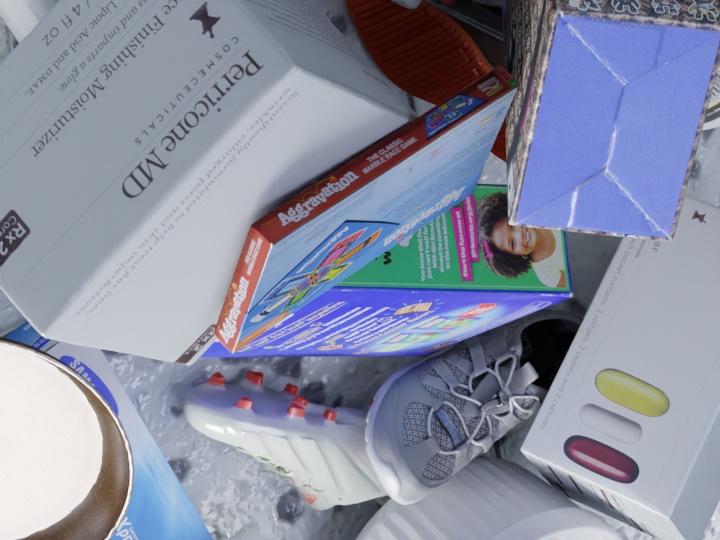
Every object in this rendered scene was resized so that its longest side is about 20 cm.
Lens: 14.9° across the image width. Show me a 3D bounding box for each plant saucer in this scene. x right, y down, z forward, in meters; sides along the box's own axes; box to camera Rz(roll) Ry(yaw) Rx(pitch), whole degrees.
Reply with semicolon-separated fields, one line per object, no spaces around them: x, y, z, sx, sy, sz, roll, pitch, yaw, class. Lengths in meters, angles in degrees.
-0.232;0.109;1.627;0.199;0.032;0.201;-1;126;-1;plant saucer

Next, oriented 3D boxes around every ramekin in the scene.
0.074;0.219;1.852;0.200;0.105;0.201;-26;139;-26;ramekin

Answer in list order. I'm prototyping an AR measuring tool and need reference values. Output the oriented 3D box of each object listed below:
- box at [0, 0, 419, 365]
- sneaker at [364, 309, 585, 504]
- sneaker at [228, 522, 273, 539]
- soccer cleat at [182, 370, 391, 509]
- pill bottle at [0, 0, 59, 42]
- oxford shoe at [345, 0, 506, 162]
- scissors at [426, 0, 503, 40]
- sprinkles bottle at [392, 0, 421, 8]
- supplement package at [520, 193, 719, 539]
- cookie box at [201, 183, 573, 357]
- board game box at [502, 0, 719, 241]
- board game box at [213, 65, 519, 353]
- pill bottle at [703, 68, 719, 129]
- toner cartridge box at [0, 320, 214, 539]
-0.102;-0.068;1.489;0.199;0.131;0.200;-46;161;10;box
0.076;0.076;1.792;0.200;0.082;0.075;-44;106;-40;sneaker
-0.049;0.242;1.819;0.080;0.070;0.201;-50;140;-16;sneaker
-0.035;0.117;1.787;0.199;0.069;0.078;12;106;-39;soccer cleat
-0.112;-0.196;1.569;0.200;0.112;0.112;-38;126;-14;pill bottle
0.067;-0.143;1.753;0.200;0.071;0.073;40;52;-31;oxford shoe
0.038;-0.167;1.680;0.200;0.014;0.073;41;55;-10;scissors
0.059;-0.252;1.614;0.068;0.068;0.200;34;89;-38;sprinkles bottle
0.209;0.067;1.835;0.201;0.110;0.156;-64;162;-7;supplement package
0.000;0.000;1.689;0.199;0.171;0.076;1;75;-34;cookie box
0.141;-0.145;1.577;0.096;0.201;0.160;6;133;-4;board game box
0.004;-0.035;1.539;0.200;0.019;0.103;-34;158;-34;board game box
0.176;-0.183;1.763;0.200;0.114;0.115;35;90;-38;pill bottle
-0.173;0.125;1.712;0.095;0.043;0.200;-38;126;-15;toner cartridge box
